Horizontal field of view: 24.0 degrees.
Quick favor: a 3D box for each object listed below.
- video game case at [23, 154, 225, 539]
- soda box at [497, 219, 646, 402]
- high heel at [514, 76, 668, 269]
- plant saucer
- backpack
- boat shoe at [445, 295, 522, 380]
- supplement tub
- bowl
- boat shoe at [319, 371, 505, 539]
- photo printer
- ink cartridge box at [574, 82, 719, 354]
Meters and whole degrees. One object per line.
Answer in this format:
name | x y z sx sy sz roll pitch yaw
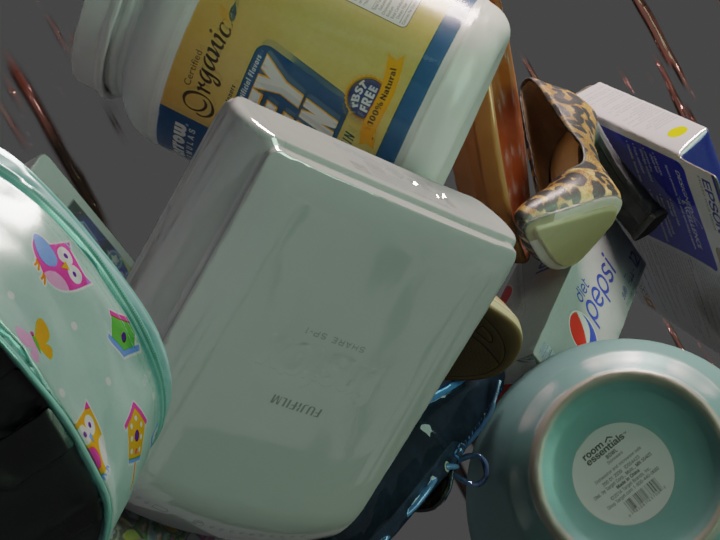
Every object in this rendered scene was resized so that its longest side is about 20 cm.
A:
video game case | -0.128 0.059 0.836 0.201 0.018 0.144 52 37 -20
soda box | 0.135 0.036 1.167 0.064 0.068 0.200 52 36 -15
high heel | 0.120 -0.075 1.145 0.143 0.071 0.199 51 27 17
plant saucer | 0.084 -0.103 1.150 0.200 0.037 0.203 -8 90 -79
backpack | -0.169 0.045 0.624 0.176 0.199 0.154 54 35 -16
boat shoe | 0.000 0.000 0.953 0.198 0.073 0.065 20 36 -8
supplement tub | -0.036 -0.111 0.890 0.198 0.145 0.145 26 40 3
bowl | 0.158 0.126 0.987 0.105 0.198 0.203 69 9 -72
boat shoe | 0.020 0.111 0.973 0.199 0.084 0.069 -35 107 -39
photo printer | -0.039 0.037 0.794 0.165 0.201 0.070 21 18 -36
ink cartridge box | 0.242 -0.026 1.234 0.047 0.200 0.199 -32 120 -13
